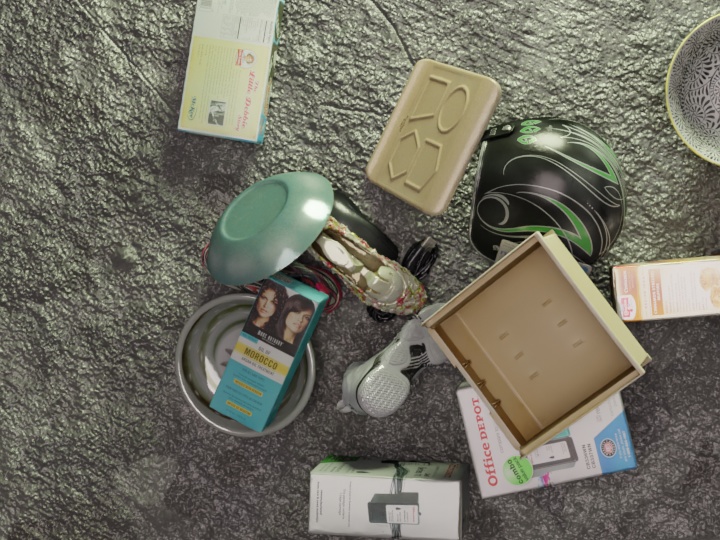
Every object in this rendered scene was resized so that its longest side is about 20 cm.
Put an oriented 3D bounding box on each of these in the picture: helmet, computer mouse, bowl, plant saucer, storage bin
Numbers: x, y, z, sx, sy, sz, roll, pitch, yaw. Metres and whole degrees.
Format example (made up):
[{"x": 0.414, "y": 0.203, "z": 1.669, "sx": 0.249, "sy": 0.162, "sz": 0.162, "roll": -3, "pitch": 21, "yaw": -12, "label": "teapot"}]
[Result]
[{"x": 0.242, "y": -0.095, "z": 1.615, "sx": 0.190, "sy": 0.200, "sz": 0.200, "roll": 9, "pitch": 93, "yaw": 9, "label": "helmet"}, {"x": -0.005, "y": -0.036, "z": 1.727, "sx": 0.200, "sy": 0.053, "sz": 0.139, "roll": 39, "pitch": 98, "yaw": 6, "label": "computer mouse"}, {"x": 0.486, "y": -0.226, "z": 1.621, "sx": 0.200, "sy": 0.094, "sz": 0.201, "roll": 0, "pitch": 92, "yaw": 9, "label": "bowl"}, {"x": -0.153, "y": 0.126, "z": 1.752, "sx": 0.200, "sy": 0.050, "sz": 0.200, "roll": 2, "pitch": 99, "yaw": 12, "label": "plant saucer"}, {"x": -0.130, "y": -0.068, "z": 1.683, "sx": 0.201, "sy": 0.201, "sz": 0.039, "roll": -33, "pitch": 126, "yaw": 9, "label": "plant saucer"}, {"x": 0.205, "y": 0.088, "z": 1.516, "sx": 0.198, "sy": 0.094, "sz": 0.200, "roll": -40, "pitch": 82, "yaw": 22, "label": "storage bin"}]

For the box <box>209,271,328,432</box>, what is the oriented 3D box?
[{"x": -0.121, "y": 0.107, "z": 1.688, "sx": 0.082, "sy": 0.049, "sz": 0.200, "roll": 26, "pitch": 105, "yaw": 8, "label": "box"}]

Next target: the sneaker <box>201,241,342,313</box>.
[{"x": -0.122, "y": 0.002, "z": 1.737, "sx": 0.200, "sy": 0.075, "sz": 0.081, "roll": 17, "pitch": 94, "yaw": 9, "label": "sneaker"}]

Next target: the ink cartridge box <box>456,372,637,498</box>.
[{"x": 0.240, "y": 0.194, "z": 1.647, "sx": 0.200, "sy": 0.146, "sz": 0.147, "roll": -14, "pitch": 89, "yaw": 10, "label": "ink cartridge box"}]

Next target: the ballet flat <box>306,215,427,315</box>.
[{"x": 0.000, "y": 0.000, "z": 1.680, "sx": 0.200, "sy": 0.064, "sz": 0.076, "roll": 34, "pitch": 99, "yaw": -6, "label": "ballet flat"}]

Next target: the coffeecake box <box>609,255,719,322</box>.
[{"x": 0.418, "y": 0.020, "z": 1.609, "sx": 0.200, "sy": 0.154, "sz": 0.073, "roll": -5, "pitch": 90, "yaw": 9, "label": "coffeecake box"}]

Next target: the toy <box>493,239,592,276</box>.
[{"x": 0.214, "y": 0.047, "z": 1.628, "sx": 0.115, "sy": 0.200, "sz": 0.047, "roll": 17, "pitch": 59, "yaw": 5, "label": "toy"}]

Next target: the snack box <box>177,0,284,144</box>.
[{"x": -0.178, "y": -0.281, "z": 1.755, "sx": 0.116, "sy": 0.037, "sz": 0.200, "roll": 10, "pitch": 93, "yaw": 9, "label": "snack box"}]

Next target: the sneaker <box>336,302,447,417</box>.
[{"x": 0.046, "y": 0.121, "z": 1.711, "sx": 0.075, "sy": 0.115, "sz": 0.200, "roll": 50, "pitch": 61, "yaw": -11, "label": "sneaker"}]

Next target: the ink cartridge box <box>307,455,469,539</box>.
[{"x": 0.041, "y": 0.299, "z": 1.684, "sx": 0.200, "sy": 0.147, "sz": 0.083, "roll": 2, "pitch": 91, "yaw": 8, "label": "ink cartridge box"}]

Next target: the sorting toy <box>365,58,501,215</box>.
[{"x": 0.096, "y": -0.175, "z": 1.660, "sx": 0.036, "sy": 0.200, "sz": 0.185, "roll": 22, "pitch": 97, "yaw": -31, "label": "sorting toy"}]
